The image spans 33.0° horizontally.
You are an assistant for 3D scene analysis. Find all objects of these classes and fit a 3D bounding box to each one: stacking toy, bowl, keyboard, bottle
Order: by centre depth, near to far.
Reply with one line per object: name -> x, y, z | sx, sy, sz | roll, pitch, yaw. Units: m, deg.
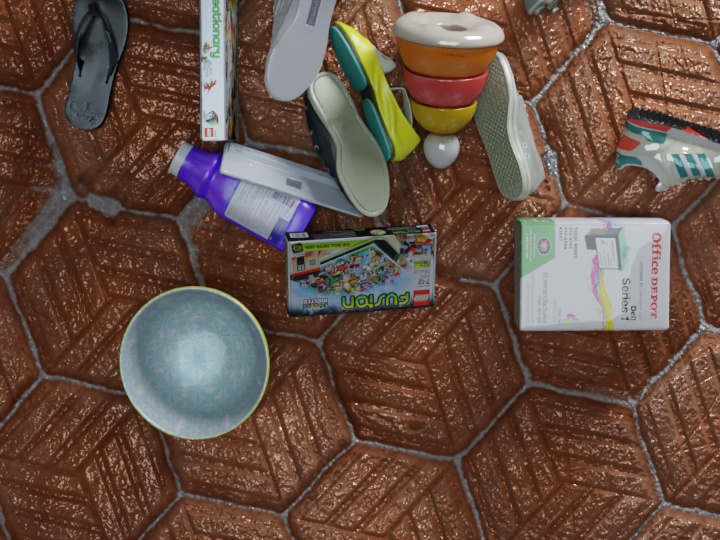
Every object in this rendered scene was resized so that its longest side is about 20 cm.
stacking toy -> 0.106, -0.231, 1.592 | 0.145, 0.146, 0.201 | 5, 113, 1
keyboard -> -0.088, -0.120, 1.612 | 0.199, 0.011, 0.057 | 17, 54, -13
bottle -> -0.159, -0.103, 1.625 | 0.199, 0.065, 0.084 | 29, 93, -2
bowl -> -0.215, 0.116, 1.627 | 0.199, 0.108, 0.202 | 0, 96, 1

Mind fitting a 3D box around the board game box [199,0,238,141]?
board game box -> -0.183, -0.268, 1.578 | 0.034, 0.126, 0.202 | 1, 96, 2

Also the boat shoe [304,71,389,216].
boat shoe -> -0.025, -0.161, 1.617 | 0.074, 0.066, 0.200 | -30, 94, -25

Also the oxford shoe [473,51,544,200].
oxford shoe -> 0.198, -0.192, 1.616 | 0.057, 0.075, 0.201 | -12, 87, -39

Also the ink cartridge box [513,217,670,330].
ink cartridge box -> 0.307, 0.004, 1.616 | 0.198, 0.084, 0.146 | 0, 96, 1

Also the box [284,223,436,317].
box -> 0.000, 0.000, 1.614 | 0.198, 0.035, 0.111 | -4, 112, -10

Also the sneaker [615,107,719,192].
sneaker -> 0.434, -0.145, 1.616 | 0.198, 0.070, 0.094 | 18, 114, -3

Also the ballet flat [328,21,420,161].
ballet flat -> 0.024, -0.244, 1.615 | 0.067, 0.067, 0.201 | -26, 98, -18

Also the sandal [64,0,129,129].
sandal -> -0.352, -0.288, 1.621 | 0.076, 0.043, 0.202 | 6, 96, 1

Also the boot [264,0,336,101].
boot -> -0.084, -0.322, 1.591 | 0.073, 0.096, 0.201 | 20, 95, -27

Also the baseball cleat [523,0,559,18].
baseball cleat -> 0.273, -0.424, 1.590 | 0.200, 0.070, 0.107 | -40, 87, -5
